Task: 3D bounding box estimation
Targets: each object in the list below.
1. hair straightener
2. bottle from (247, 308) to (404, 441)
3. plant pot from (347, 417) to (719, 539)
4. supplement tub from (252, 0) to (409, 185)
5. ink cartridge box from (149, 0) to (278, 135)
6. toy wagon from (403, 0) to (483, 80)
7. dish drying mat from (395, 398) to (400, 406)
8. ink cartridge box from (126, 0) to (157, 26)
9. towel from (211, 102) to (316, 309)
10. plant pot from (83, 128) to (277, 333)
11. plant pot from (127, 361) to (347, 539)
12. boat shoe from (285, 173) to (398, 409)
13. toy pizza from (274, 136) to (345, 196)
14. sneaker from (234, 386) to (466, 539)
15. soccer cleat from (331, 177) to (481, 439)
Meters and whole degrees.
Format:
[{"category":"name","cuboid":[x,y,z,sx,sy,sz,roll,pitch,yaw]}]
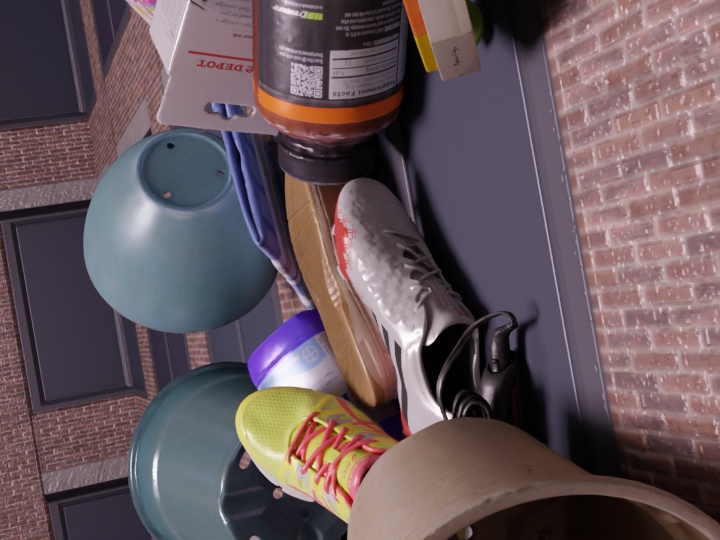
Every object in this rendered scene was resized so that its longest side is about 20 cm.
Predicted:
[{"category":"hair straightener","cuboid":[0.076,0.122,0.669,0.041,0.077,0.201,13,110,39]},{"category":"bottle","cuboid":[-0.004,0.127,0.853,0.084,0.065,0.200,-43,72,26]},{"category":"plant pot","cuboid":[0.072,0.163,0.556,0.184,0.199,0.201,-125,29,-76]},{"category":"supplement tub","cuboid":[-0.021,-0.161,0.755,0.107,0.106,0.201,-123,30,-50]},{"category":"ink cartridge box","cuboid":[-0.082,-0.203,0.830,0.068,0.116,0.200,62,138,42]},{"category":"toy wagon","cuboid":[0.026,-0.204,0.595,0.155,0.039,0.201,40,-146,-78]},{"category":"dish drying mat","cuboid":[0.015,0.086,0.913,0.077,0.018,0.201,-167,68,-69]},{"category":"ink cartridge box","cuboid":[-0.166,-0.261,1.011,0.200,0.085,0.145,44,177,-24]},{"category":"towel","cuboid":[-0.080,-0.054,0.993,0.200,0.024,0.147,57,-164,-70]},{"category":"plant pot","cuboid":[-0.169,-0.059,1.092,0.135,0.199,0.201,107,148,-58]},{"category":"plant pot","cuboid":[-0.089,0.187,1.035,0.196,0.199,0.201,-4,95,63]},{"category":"boat shoe","cuboid":[0.000,0.000,0.833,0.074,0.069,0.201,134,119,-67]},{"category":"toy pizza","cuboid":[-0.034,-0.107,0.942,0.200,0.032,0.201,170,90,-73]},{"category":"sneaker","cuboid":[-0.004,0.131,0.762,0.199,0.078,0.090,26,168,20]},{"category":"soccer cleat","cuboid":[0.039,0.024,0.748,0.085,0.068,0.201,-39,65,59]}]
